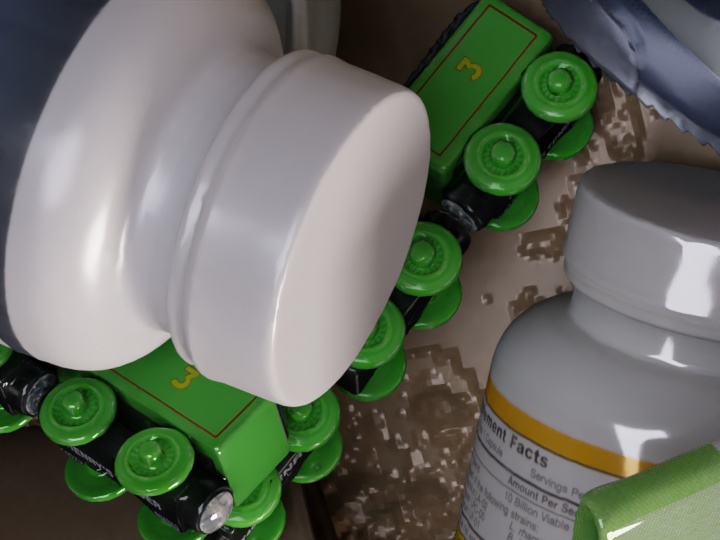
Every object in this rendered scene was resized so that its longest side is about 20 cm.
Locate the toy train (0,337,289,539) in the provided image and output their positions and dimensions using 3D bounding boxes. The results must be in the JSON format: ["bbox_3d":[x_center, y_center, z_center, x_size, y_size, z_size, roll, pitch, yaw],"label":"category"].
[{"bbox_3d":[-0.103,0.015,0.830,0.200,0.056,0.042,31,154,30],"label":"toy train"}]

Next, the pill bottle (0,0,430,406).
[{"bbox_3d":[-0.088,-0.041,0.773,0.200,0.120,0.120,22,109,18],"label":"pill bottle"}]

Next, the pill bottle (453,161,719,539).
[{"bbox_3d":[0.087,0.074,0.867,0.113,0.113,0.200,15,108,14],"label":"pill bottle"}]

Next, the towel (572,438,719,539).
[{"bbox_3d":[0.142,0.080,0.804,0.031,0.200,0.149,47,147,44],"label":"towel"}]

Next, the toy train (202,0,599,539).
[{"bbox_3d":[0.000,0.000,0.858,0.056,0.042,0.200,35,73,14],"label":"toy train"}]

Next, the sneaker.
[{"bbox_3d":[0.152,-0.061,0.836,0.200,0.070,0.082,29,116,1],"label":"sneaker"}]

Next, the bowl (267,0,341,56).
[{"bbox_3d":[-0.079,-0.092,0.882,0.201,0.090,0.201,10,109,30],"label":"bowl"}]

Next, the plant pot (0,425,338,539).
[{"bbox_3d":[-0.090,0.124,0.915,0.174,0.200,0.200,-16,98,2],"label":"plant pot"}]
